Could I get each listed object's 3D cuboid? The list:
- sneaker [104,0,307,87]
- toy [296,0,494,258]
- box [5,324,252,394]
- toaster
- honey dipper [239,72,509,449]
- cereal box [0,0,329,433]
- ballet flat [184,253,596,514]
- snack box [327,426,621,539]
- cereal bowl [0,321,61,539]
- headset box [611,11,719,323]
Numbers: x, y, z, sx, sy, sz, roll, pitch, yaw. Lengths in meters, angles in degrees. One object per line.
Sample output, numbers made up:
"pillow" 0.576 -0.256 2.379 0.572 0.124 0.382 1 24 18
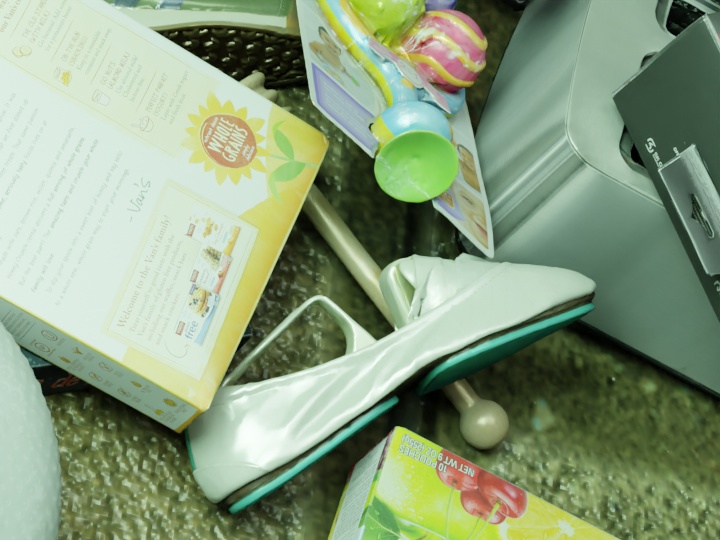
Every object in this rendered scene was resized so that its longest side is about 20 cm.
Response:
"sneaker" -0.106 -0.134 1.048 0.200 0.067 0.090 -1 70 -25
"toy" 0.024 -0.104 1.053 0.115 0.047 0.200 39 27 -28
"box" -0.157 -0.015 0.974 0.200 0.038 0.137 -7 69 -31
"toaster" 0.148 -0.062 1.115 0.200 0.119 0.181 28 53 -12
"honey dipper" 0.000 0.000 1.058 0.038 0.038 0.200 -36 88 -37
"cereal box" -0.126 -0.043 0.952 0.200 0.040 0.144 31 60 -11
"ballet flat" 0.010 0.031 1.000 0.200 0.069 0.069 -28 79 -19
"snack box" 0.072 0.174 0.986 0.200 0.053 0.142 27 56 -13
"cereal bowl" -0.199 0.077 0.843 0.200 0.083 0.200 4 79 -23
"headset box" 0.215 -0.042 1.017 0.200 0.077 0.149 -15 74 -35
